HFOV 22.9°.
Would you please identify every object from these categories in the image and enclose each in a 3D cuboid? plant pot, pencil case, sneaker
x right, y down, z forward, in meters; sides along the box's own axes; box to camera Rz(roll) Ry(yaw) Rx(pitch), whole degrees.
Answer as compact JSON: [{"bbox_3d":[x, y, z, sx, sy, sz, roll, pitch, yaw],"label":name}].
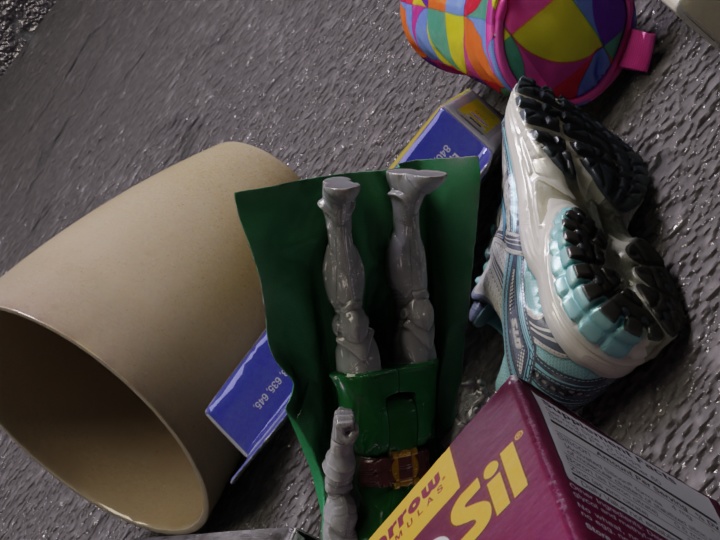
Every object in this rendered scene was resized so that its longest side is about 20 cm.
[{"bbox_3d":[-0.111,0.021,1.075,0.200,0.187,0.187,-52,15,-30],"label":"plant pot"},{"bbox_3d":[0.083,-0.136,0.965,0.089,0.088,0.200,-55,20,4],"label":"pencil case"},{"bbox_3d":[0.079,-0.012,0.798,0.086,0.077,0.201,-49,21,28],"label":"sneaker"}]

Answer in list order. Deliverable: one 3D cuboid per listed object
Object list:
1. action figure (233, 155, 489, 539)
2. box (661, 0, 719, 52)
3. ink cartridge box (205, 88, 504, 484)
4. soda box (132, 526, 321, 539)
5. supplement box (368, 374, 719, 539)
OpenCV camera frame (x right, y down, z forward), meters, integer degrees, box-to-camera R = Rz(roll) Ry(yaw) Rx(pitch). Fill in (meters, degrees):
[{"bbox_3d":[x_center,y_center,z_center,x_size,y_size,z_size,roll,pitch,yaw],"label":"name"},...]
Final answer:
[{"bbox_3d":[0.012,0.059,0.761,0.055,0.117,0.202,-159,62,-64],"label":"action figure"},{"bbox_3d":[0.164,-0.159,0.831,0.082,0.068,0.200,-50,21,15],"label":"box"},{"bbox_3d":[0.000,0.000,0.911,0.198,0.047,0.200,-51,-4,12],"label":"ink cartridge box"},{"bbox_3d":[-0.064,0.172,0.870,0.200,0.063,0.071,-19,41,60],"label":"soda box"},{"bbox_3d":[0.063,0.147,0.553,0.131,0.103,0.200,-51,20,16],"label":"supplement box"}]
